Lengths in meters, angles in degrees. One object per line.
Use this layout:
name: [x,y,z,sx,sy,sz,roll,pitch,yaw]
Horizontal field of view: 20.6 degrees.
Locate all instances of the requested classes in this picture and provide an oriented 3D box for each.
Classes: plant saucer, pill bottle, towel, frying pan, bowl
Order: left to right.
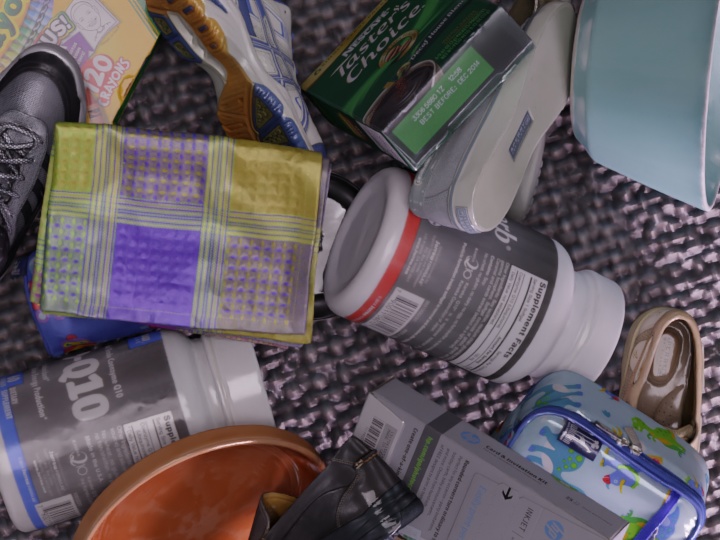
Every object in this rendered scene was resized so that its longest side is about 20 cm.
pill bottle: [-0.166,0.108,1.432,0.199,0.114,0.114,-17,91,-5]
towel: [-0.122,-0.025,1.373,0.199,0.023,0.144,9,103,-7]
plant saucer: [-0.114,0.184,1.420,0.200,0.201,0.032,-28,49,-4]
frying pan: [-0.014,0.010,1.489,0.115,0.031,0.190,-39,90,-3]
pill bottle: [0.083,0.014,1.442,0.199,0.116,0.116,24,88,-18]
bowl: [0.214,-0.148,1.440,0.105,0.201,0.202,6,89,16]

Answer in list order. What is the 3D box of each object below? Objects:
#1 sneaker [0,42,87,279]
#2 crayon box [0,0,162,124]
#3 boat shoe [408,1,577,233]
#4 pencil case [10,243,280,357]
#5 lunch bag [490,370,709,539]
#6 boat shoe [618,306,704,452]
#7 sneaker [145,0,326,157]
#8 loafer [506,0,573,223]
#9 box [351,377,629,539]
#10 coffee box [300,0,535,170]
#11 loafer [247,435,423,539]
sneaker: [-0.251,-0.058,1.367,0.075,0.114,0.201,26,104,-5]
crayon box: [-0.220,-0.158,1.455,0.118,0.058,0.201,27,88,-5]
boat shoe: [0.091,-0.114,1.388,0.071,0.070,0.201,10,56,31]
pencil case: [-0.148,0.000,1.440,0.199,0.078,0.087,-15,65,5]
lunch bag: [0.149,0.184,1.435,0.160,0.083,0.200,34,119,-4]
boat shoe: [0.220,0.127,1.488,0.071,0.065,0.201,4,89,-5]
sneaker: [-0.069,-0.152,1.437,0.088,0.075,0.200,-48,118,-35]
loafer: [0.109,-0.135,1.474,0.069,0.075,0.201,11,89,-9]
box: [0.071,0.191,1.391,0.200,0.041,0.156,31,118,21]
coffee box: [0.035,-0.144,1.406,0.123,0.200,0.044,-46,112,-1]
loafer: [-0.048,0.187,1.397,0.200,0.073,0.072,-35,85,24]
